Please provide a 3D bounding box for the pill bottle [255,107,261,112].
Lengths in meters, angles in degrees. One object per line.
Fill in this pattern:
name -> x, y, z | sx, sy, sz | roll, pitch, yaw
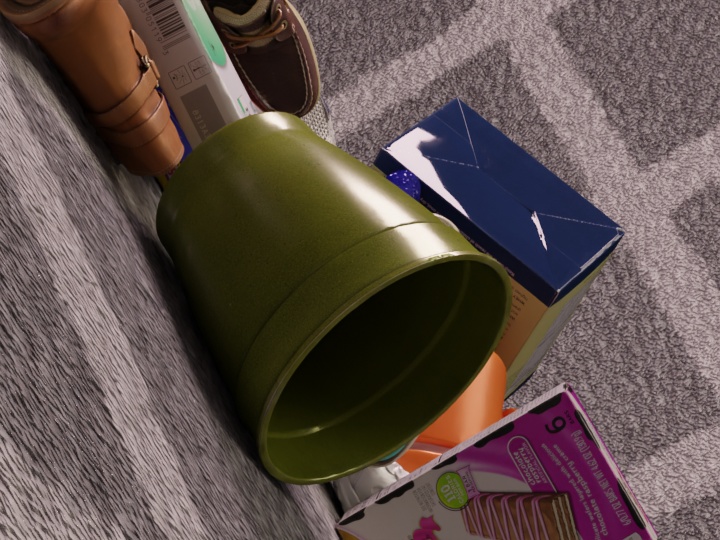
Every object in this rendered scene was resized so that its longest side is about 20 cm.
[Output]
pill bottle -> -0.120, -0.153, 1.948 | 0.201, 0.110, 0.111 | 63, 4, 34

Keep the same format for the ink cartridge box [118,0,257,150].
ink cartridge box -> -0.116, -0.162, 1.544 | 0.162, 0.050, 0.200 | 63, 11, -9

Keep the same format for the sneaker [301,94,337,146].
sneaker -> -0.041, -0.056, 1.707 | 0.085, 0.076, 0.202 | 166, -75, -67

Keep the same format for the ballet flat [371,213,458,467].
ballet flat -> 0.033, 0.055, 1.617 | 0.069, 0.202, 0.069 | 18, -9, 3

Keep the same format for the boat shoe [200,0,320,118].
boat shoe -> -0.088, -0.194, 1.563 | 0.072, 0.072, 0.201 | -92, 161, -66

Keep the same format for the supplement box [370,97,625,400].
supplement box -> 0.087, 0.000, 1.853 | 0.200, 0.200, 0.134 | 39, 39, 13

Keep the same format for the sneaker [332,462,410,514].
sneaker -> 0.046, 0.190, 1.622 | 0.201, 0.099, 0.078 | 61, 3, 2

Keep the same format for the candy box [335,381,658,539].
candy box -> 0.100, 0.191, 1.541 | 0.137, 0.199, 0.061 | 59, 8, 1

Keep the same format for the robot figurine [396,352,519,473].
robot figurine -> 0.060, 0.130, 1.721 | 0.143, 0.116, 0.202 | 32, 57, -37

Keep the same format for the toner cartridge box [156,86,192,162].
toner cartridge box -> -0.133, -0.129, 1.632 | 0.200, 0.043, 0.095 | 53, 15, -50

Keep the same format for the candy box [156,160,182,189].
candy box -> -0.179, -0.138, 1.634 | 0.201, 0.026, 0.102 | 59, 3, -25

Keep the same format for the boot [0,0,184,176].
boot -> -0.166, -0.130, 1.374 | 0.200, 0.073, 0.156 | -94, 159, -77

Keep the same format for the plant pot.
plant pot -> -0.036, 0.003, 1.396 | 0.193, 0.200, 0.201 | 49, -3, 30

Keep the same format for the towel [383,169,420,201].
towel -> 0.000, 0.000, 1.679 | 0.049, 0.149, 0.200 | 18, 14, 5
